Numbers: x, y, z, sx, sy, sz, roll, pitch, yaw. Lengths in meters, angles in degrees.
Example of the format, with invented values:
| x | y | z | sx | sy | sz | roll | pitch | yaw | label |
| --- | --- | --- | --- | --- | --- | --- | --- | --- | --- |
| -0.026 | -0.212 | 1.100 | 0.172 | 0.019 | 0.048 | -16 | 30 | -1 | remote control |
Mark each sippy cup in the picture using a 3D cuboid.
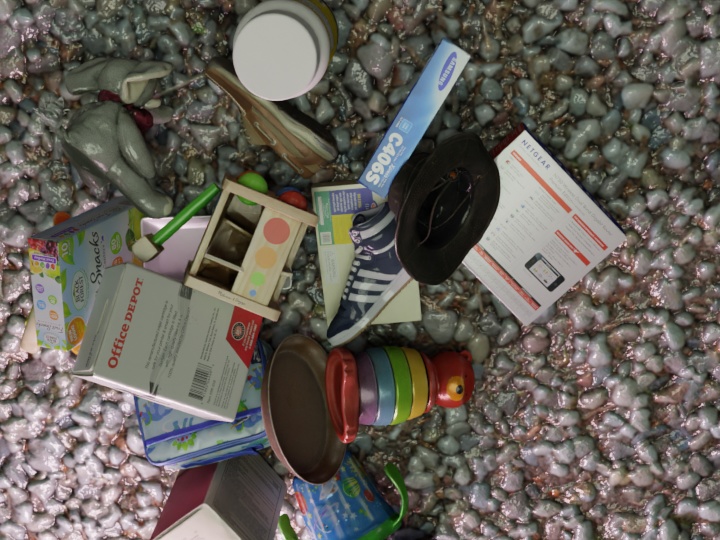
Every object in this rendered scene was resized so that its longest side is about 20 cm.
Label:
| x | y | z | sx | sy | sz | roll | pitch | yaw | label |
| --- | --- | --- | --- | --- | --- | --- | --- | --- | --- |
| -0.029 | 0.329 | 1.505 | 0.177 | 0.140 | 0.131 | -26 | 86 | -15 | sippy cup |

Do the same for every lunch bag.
| x | y | z | sx | sy | sz | roll | pitch | yaw | label |
| --- | --- | --- | --- | --- | --- | --- | --- | --- | --- |
| -0.204 | 0.180 | 1.452 | 0.198 | 0.082 | 0.162 | -15 | 70 | 9 | lunch bag |

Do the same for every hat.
| x | y | z | sx | sy | sz | roll | pitch | yaw | label |
| --- | --- | --- | --- | --- | --- | --- | --- | --- | --- |
| 0.084 | -0.084 | 1.307 | 0.081 | 0.200 | 0.202 | 27 | 114 | 34 | hat |

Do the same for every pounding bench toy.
| x | y | z | sx | sy | sz | roll | pitch | yaw | label |
| --- | --- | --- | --- | --- | --- | --- | --- | --- | --- |
| -0.169 | -0.055 | 1.345 | 0.198 | 0.124 | 0.157 | 22 | 95 | -10 | pounding bench toy |

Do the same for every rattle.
| x | y | z | sx | sy | sz | roll | pitch | yaw | label |
| --- | --- | --- | --- | --- | --- | --- | --- | --- | --- |
| -0.367 | 0.033 | 1.415 | 0.142 | 0.130 | 0.201 | 32 | 117 | 1 | rattle |

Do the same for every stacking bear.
| x | y | z | sx | sy | sz | roll | pitch | yaw | label |
| --- | --- | --- | --- | --- | --- | --- | --- | --- | --- |
| 0.060 | 0.153 | 1.440 | 0.198 | 0.114 | 0.123 | -4 | 98 | -15 | stacking bear |

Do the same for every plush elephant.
| x | y | z | sx | sy | sz | roll | pitch | yaw | label |
| --- | --- | --- | --- | --- | --- | --- | --- | --- | --- |
| -0.299 | -0.193 | 1.338 | 0.155 | 0.164 | 0.200 | -54 | 139 | -17 | plush elephant |

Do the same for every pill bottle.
| x | y | z | sx | sy | sz | roll | pitch | yaw | label |
| --- | --- | --- | --- | --- | --- | --- | --- | --- | --- |
| -0.088 | -0.266 | 1.259 | 0.113 | 0.200 | 0.115 | 1 | 110 | 4 | pill bottle |

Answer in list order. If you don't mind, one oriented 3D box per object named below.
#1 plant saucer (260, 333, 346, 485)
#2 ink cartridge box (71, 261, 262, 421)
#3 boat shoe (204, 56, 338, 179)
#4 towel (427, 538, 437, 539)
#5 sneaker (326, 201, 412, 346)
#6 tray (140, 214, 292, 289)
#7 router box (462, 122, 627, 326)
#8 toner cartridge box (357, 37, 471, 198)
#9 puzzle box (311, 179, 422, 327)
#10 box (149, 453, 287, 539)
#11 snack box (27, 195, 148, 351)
| x | y | z | sx | sy | sz | roll | pitch | yaw | label |
| --- | --- | --- | --- | --- | --- | --- | --- | --- | --- |
| -0.079 | 0.186 | 1.428 | 0.032 | 0.200 | 0.202 | -13 | 110 | 26 | plant saucer |
| -0.240 | 0.091 | 1.337 | 0.199 | 0.083 | 0.146 | 24 | 72 | -31 | ink cartridge box |
| -0.122 | -0.190 | 1.357 | 0.200 | 0.076 | 0.072 | 39 | 110 | -8 | boat shoe |
| 0.020 | 0.416 | 1.515 | 0.146 | 0.200 | 0.024 | -31 | 71 | 14 | towel |
| 0.000 | 0.000 | 1.391 | 0.108 | 0.070 | 0.200 | 41 | 105 | -11 | sneaker |
| -0.192 | -0.025 | 1.433 | 0.198 | 0.022 | 0.108 | -2 | 110 | -5 | tray |
| 0.214 | -0.057 | 1.395 | 0.179 | 0.049 | 0.200 | -42 | 102 | 16 | router box |
| 0.067 | -0.189 | 1.320 | 0.043 | 0.095 | 0.201 | 31 | 102 | -3 | toner cartridge box |
| 0.010 | -0.024 | 1.432 | 0.132 | 0.025 | 0.202 | -4 | 109 | 5 | puzzle box |
| -0.193 | 0.336 | 1.480 | 0.109 | 0.200 | 0.128 | -37 | 104 | 16 | box |
| -0.339 | -0.001 | 1.367 | 0.052 | 0.200 | 0.144 | 7 | 111 | 21 | snack box |
